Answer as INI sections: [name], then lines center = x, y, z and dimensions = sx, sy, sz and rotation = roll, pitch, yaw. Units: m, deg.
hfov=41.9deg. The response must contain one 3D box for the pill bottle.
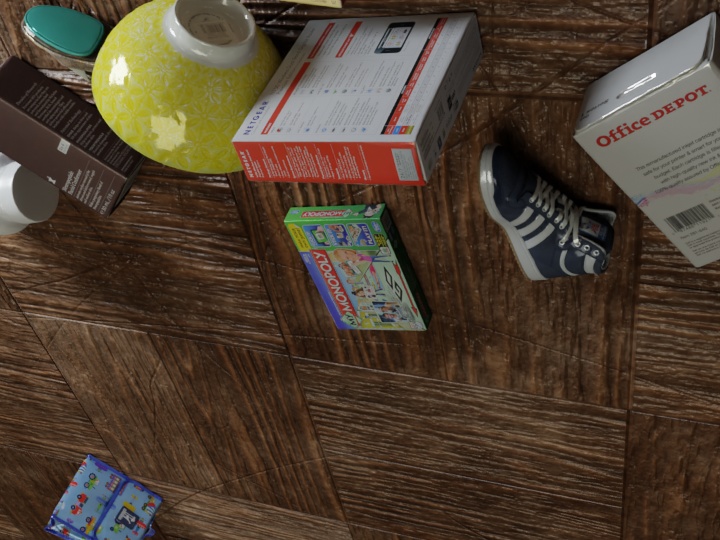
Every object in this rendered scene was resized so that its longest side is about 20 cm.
[pill bottle]
center = -0.512, -0.102, 1.276
dimensions = 0.199, 0.112, 0.112
rotation = -2, 134, 29

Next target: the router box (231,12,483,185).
[router box]
center = 0.003, -0.164, 0.878
dimensions = 0.179, 0.200, 0.049
rotation = 4, 137, 24

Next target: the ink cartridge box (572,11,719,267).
[ink cartridge box]
center = 0.317, -0.114, 0.866
dimensions = 0.200, 0.084, 0.145
rotation = 41, 138, -20

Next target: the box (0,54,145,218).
[box]
center = -0.372, -0.164, 1.168
dimensions = 0.200, 0.075, 0.100
rotation = 33, 140, -9

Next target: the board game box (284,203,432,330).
[board game box]
center = 0.000, 0.000, 1.200
dimensions = 0.134, 0.029, 0.200
rotation = -1, 135, 27

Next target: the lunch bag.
[lunch bag]
center = -0.515, 0.500, 1.927
dimensions = 0.200, 0.151, 0.094
rotation = 30, 141, -8

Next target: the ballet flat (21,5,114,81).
[ballet flat]
center = -0.282, -0.236, 1.048
dimensions = 0.199, 0.068, 0.067
rotation = 19, 148, 8

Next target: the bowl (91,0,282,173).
[bowl]
center = -0.152, -0.204, 0.913
dimensions = 0.200, 0.200, 0.108
rotation = 27, 138, -4

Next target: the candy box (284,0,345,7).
[candy box]
center = -0.106, -0.317, 0.872
dimensions = 0.199, 0.055, 0.116
rotation = 11, 140, 15

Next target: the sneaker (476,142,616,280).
[sneaker]
center = 0.202, -0.063, 0.992
dimensions = 0.108, 0.070, 0.200
rotation = -1, 142, 34
